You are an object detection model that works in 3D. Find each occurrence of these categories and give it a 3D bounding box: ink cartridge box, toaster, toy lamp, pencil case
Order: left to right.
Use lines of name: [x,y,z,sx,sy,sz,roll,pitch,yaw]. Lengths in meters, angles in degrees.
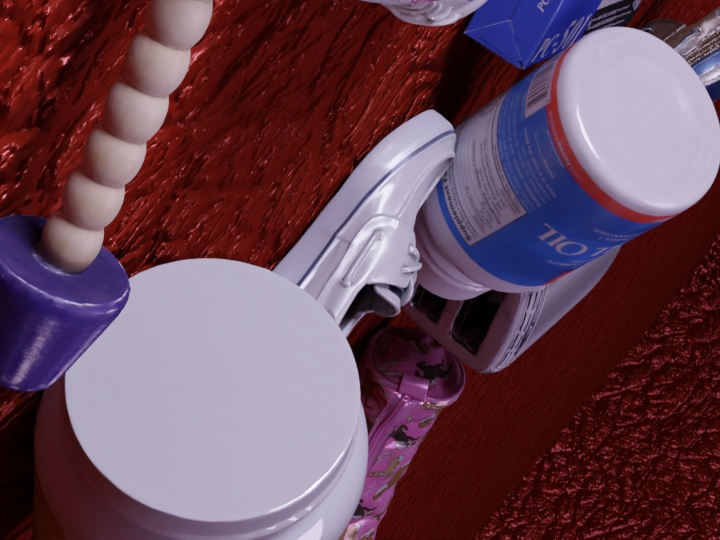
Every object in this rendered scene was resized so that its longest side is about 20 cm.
toy lamp: [-0.082,-0.045,0.624,0.200,0.058,0.058,-60,166,23]
pencil case: [0.007,0.131,1.383,0.083,0.087,0.200,-1,134,-34]
toaster: [0.106,-0.020,1.258,0.129,0.114,0.200,-43,167,-31]
ink cartridge box: [0.133,-0.181,1.075,0.094,0.044,0.200,-61,165,25]

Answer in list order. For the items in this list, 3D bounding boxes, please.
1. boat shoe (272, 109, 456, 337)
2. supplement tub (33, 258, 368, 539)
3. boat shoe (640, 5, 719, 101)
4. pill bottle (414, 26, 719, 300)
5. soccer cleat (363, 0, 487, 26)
boat shoe: [0.000,0.000,1.024,0.200,0.065,0.074,-51,167,-12]
supplement tub: [-0.075,0.097,0.828,0.144,0.144,0.200,-46,166,-30]
boat shoe: [0.254,-0.165,1.483,0.200,0.072,0.072,-27,162,-2]
pill bottle: [0.105,-0.052,1.072,0.112,0.112,0.200,-44,-173,-36]
soccer cleat: [0.029,-0.129,0.765,0.200,0.070,0.086,-37,159,-54]
